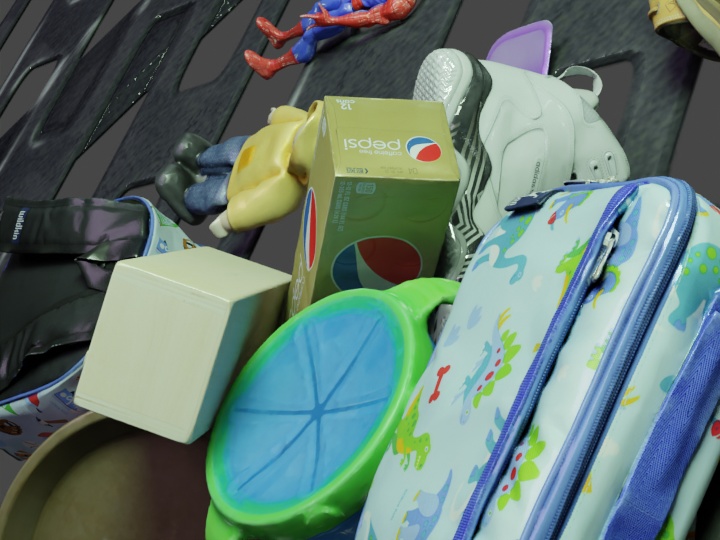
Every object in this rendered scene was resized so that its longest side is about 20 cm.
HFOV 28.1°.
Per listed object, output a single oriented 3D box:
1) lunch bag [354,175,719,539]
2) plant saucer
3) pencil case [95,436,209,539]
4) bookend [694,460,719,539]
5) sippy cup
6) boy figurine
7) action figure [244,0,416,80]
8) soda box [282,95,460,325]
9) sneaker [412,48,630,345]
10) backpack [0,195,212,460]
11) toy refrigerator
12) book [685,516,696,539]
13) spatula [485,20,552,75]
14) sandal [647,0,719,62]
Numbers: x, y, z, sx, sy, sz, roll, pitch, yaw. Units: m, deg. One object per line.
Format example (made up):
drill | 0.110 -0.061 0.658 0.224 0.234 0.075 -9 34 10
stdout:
lunch bag | 0.082 0.060 0.590 0.201 0.082 0.161 -63 19 -9
plant saucer | -0.115 0.173 0.806 0.199 0.029 0.202 -1 85 16
pencil case | -0.128 0.165 0.868 0.200 0.094 0.091 -42 32 8
bookend | 0.235 0.070 0.535 0.199 0.092 0.200 -20 41 37
sippy cup | 0.013 0.100 0.733 0.177 0.130 0.140 -30 36 27
boy figurine | -0.074 -0.078 1.092 0.199 0.064 0.125 -8 47 50
action figure | -0.014 -0.216 1.184 0.199 0.052 0.066 -16 40 37
soda box | 0.000 0.000 0.804 0.201 0.067 0.064 103 164 -45
sneaker | 0.091 -0.025 0.819 0.075 0.114 0.202 169 100 -77
backpack | -0.185 0.043 1.014 0.190 0.154 0.201 -22 48 45
toy refrigerator | -0.092 0.034 0.796 0.200 0.070 0.076 -31 -40 -83
book | 0.100 0.155 0.604 0.133 0.048 0.200 -21 23 38
spatula | 0.085 -0.079 0.941 0.056 0.021 0.201 -11 48 42
sandal | 0.202 -0.143 0.835 0.054 0.080 0.201 -55 30 32
